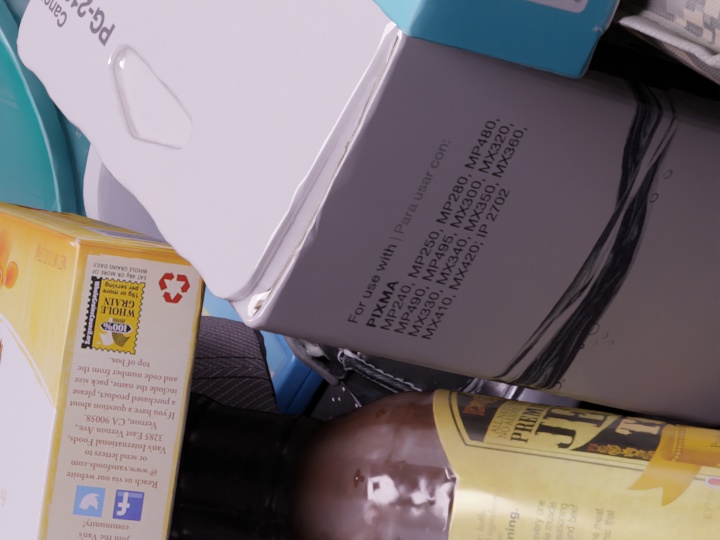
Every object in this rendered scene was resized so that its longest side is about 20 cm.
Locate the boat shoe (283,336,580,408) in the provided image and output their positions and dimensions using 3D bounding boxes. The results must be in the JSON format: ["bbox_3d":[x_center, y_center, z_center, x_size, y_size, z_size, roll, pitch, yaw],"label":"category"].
[{"bbox_3d":[0.002,-0.002,0.902,0.074,0.068,0.199,-54,32,12],"label":"boat shoe"}]

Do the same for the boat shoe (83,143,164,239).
[{"bbox_3d":[-0.046,-0.099,1.027,0.066,0.072,0.200,24,93,60],"label":"boat shoe"}]

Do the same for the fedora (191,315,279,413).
[{"bbox_3d":[-0.064,0.087,0.919,0.177,0.090,0.200,-112,22,-50],"label":"fedora"}]

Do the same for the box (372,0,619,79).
[{"bbox_3d":[0.007,-0.128,0.693,0.200,0.049,0.082,52,124,51],"label":"box"}]

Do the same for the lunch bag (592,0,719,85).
[{"bbox_3d":[0.113,-0.099,0.719,0.200,0.164,0.118,35,105,55],"label":"lunch bag"}]

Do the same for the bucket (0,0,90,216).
[{"bbox_3d":[-0.174,-0.054,1.112,0.207,0.135,0.207,-40,39,44],"label":"bucket"}]

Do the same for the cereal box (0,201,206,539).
[{"bbox_3d":[-0.088,0.086,0.760,0.144,0.040,0.200,-167,85,-70],"label":"cereal box"}]

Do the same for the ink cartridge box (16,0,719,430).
[{"bbox_3d":[0.034,-0.038,0.760,0.145,0.200,0.084,48,116,47],"label":"ink cartridge box"}]

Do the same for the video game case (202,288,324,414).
[{"bbox_3d":[-0.090,0.072,1.057,0.200,0.018,0.143,-58,36,19],"label":"video game case"}]

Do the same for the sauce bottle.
[{"bbox_3d":[0.038,0.064,0.748,0.200,0.065,0.065,8,80,16],"label":"sauce bottle"}]
